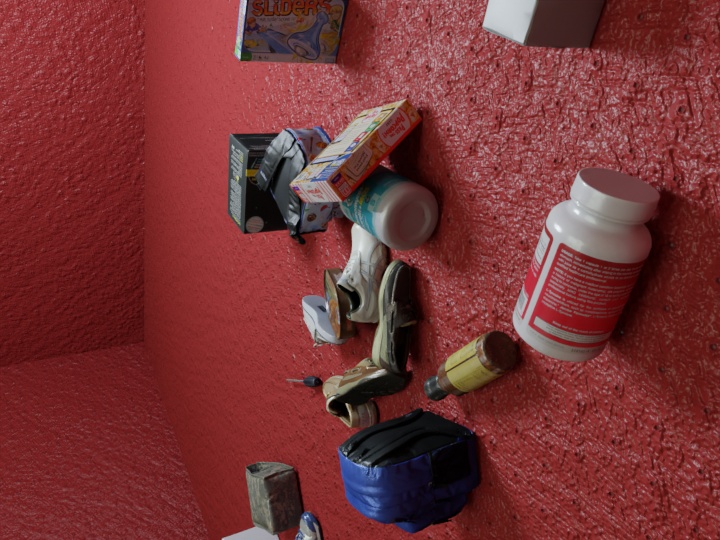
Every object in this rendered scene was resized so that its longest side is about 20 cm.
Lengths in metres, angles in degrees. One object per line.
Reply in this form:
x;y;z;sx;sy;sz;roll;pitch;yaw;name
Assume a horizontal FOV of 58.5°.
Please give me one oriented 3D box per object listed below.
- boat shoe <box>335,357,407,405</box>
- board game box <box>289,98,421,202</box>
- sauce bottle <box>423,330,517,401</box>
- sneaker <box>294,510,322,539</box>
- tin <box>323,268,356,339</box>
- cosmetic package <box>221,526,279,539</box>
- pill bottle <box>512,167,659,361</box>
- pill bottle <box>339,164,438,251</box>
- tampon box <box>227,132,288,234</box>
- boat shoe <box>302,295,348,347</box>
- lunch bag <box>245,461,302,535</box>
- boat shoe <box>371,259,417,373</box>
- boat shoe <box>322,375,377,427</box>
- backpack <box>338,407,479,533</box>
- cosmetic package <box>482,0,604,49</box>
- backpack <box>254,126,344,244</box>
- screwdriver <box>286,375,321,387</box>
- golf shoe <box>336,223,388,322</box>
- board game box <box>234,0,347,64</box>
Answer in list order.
0.016;0.204;1.246;0.200;0.076;0.074;-31;41;48;boat shoe
-0.011;-0.197;1.075;0.046;0.200;0.151;49;163;-23;board game box
0.159;0.152;0.979;0.200;0.066;0.066;-46;57;57;sauce bottle
-0.150;0.732;1.680;0.075;0.088;0.200;16;110;61;sneaker
-0.043;0.063;1.303;0.200;0.042;0.112;-121;23;-67;tin
-0.333;0.922;1.985;0.167;0.166;0.200;55;143;39;cosmetic package
0.250;-0.006;0.717;0.112;0.112;0.200;50;138;45;pill bottle
0.035;-0.116;1.088;0.200;0.111;0.111;39;130;52;pill bottle
-0.217;-0.203;1.487;0.126;0.150;0.200;44;135;49;tampon box
-0.081;0.131;1.407;0.202;0.075;0.086;38;129;55;boat shoe
-0.254;0.634;1.816;0.200;0.117;0.164;-14;86;57;lunch bag
0.070;0.083;1.128;0.066;0.072;0.201;17;104;37;boat shoe
-0.040;0.279;1.374;0.200;0.069;0.074;18;113;59;boat shoe
0.074;0.332;1.041;0.162;0.200;0.168;-3;94;61;backpack
0.217;-0.350;0.695;0.090;0.107;0.200;51;137;43;cosmetic package
-0.103;-0.186;1.284;0.200;0.154;0.191;55;150;31;backpack
-0.145;0.278;1.621;0.200;0.029;0.028;-16;83;65;screwdriver
0.000;0.000;1.199;0.078;0.097;0.200;-30;69;61;golf shoe
-0.129;-0.460;1.206;0.034;0.200;0.135;55;143;40;board game box
